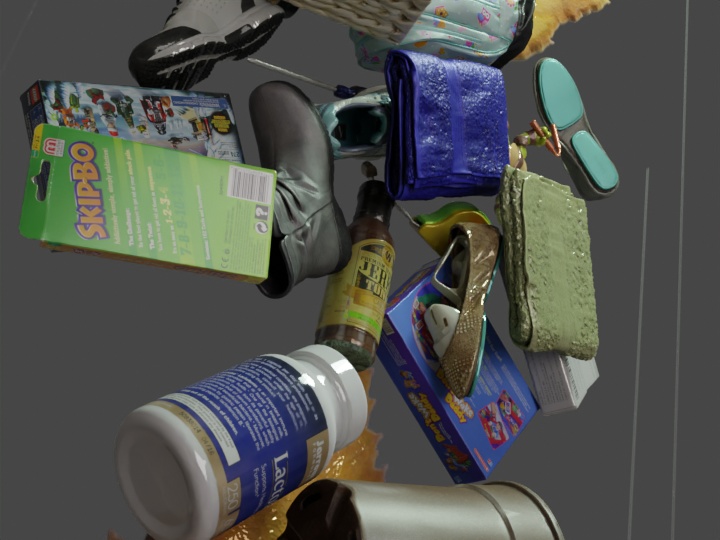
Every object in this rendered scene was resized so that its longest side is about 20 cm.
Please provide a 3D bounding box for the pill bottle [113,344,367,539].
[{"bbox_3d":[-0.092,0.136,0.863,0.199,0.115,0.117,-22,89,-46],"label":"pill bottle"}]

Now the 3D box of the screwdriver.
[{"bbox_3d":[-0.038,-0.193,1.113,0.199,0.028,0.029,8,39,-45],"label":"screwdriver"}]

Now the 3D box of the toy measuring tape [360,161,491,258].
[{"bbox_3d":[0.086,-0.065,1.145,0.200,0.073,0.074,45,48,-25],"label":"toy measuring tape"}]

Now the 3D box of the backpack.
[{"bbox_3d":[0.082,-0.281,1.181,0.198,0.166,0.128,5,72,-35],"label":"backpack"}]

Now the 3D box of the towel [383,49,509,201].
[{"bbox_3d":[0.098,-0.148,1.098,0.199,0.049,0.149,-7,99,-53],"label":"towel"}]

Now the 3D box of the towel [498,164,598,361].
[{"bbox_3d":[0.200,-0.007,1.120,0.148,0.036,0.202,12,68,-46],"label":"towel"}]

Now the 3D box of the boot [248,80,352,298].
[{"bbox_3d":[-0.074,-0.081,0.959,0.131,0.069,0.202,-17,84,-64],"label":"boot"}]

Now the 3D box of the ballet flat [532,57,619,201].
[{"bbox_3d":[0.271,-0.181,1.386,0.067,0.064,0.201,-28,91,-20],"label":"ballet flat"}]

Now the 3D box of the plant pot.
[{"bbox_3d":[0.041,0.265,0.895,0.197,0.200,0.202,17,61,-30],"label":"plant pot"}]

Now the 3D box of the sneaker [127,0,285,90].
[{"bbox_3d":[-0.158,-0.228,0.997,0.080,0.074,0.200,47,41,1],"label":"sneaker"}]

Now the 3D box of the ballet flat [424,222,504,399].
[{"bbox_3d":[0.099,0.035,1.071,0.065,0.071,0.201,19,56,-7],"label":"ballet flat"}]

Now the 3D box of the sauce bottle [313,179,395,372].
[{"bbox_3d":[0.000,0.000,1.045,0.064,0.064,0.202,31,54,-31],"label":"sauce bottle"}]

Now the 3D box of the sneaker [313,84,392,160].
[{"bbox_3d":[0.012,-0.147,1.088,0.199,0.086,0.078,-21,107,-40],"label":"sneaker"}]

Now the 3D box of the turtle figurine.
[{"bbox_3d":[0.179,-0.142,1.273,0.162,0.064,0.201,54,51,-40],"label":"turtle figurine"}]

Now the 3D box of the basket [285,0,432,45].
[{"bbox_3d":[-0.013,-0.328,1.015,0.198,0.123,0.137,20,59,-12],"label":"basket"}]

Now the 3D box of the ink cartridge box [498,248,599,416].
[{"bbox_3d":[0.218,0.051,1.219,0.176,0.044,0.202,-14,88,-69],"label":"ink cartridge box"}]

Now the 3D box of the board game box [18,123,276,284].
[{"bbox_3d":[-0.168,-0.052,0.846,0.198,0.030,0.097,11,72,-23],"label":"board game box"}]

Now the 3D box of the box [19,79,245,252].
[{"bbox_3d":[-0.187,-0.091,0.920,0.199,0.040,0.138,-6,79,-45],"label":"box"}]

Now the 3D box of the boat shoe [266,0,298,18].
[{"bbox_3d":[-0.070,-0.352,1.122,0.062,0.074,0.202,35,57,-34],"label":"boat shoe"}]

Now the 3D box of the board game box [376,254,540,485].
[{"bbox_3d":[0.098,0.103,1.110,0.134,0.045,0.201,-39,101,-45],"label":"board game box"}]
